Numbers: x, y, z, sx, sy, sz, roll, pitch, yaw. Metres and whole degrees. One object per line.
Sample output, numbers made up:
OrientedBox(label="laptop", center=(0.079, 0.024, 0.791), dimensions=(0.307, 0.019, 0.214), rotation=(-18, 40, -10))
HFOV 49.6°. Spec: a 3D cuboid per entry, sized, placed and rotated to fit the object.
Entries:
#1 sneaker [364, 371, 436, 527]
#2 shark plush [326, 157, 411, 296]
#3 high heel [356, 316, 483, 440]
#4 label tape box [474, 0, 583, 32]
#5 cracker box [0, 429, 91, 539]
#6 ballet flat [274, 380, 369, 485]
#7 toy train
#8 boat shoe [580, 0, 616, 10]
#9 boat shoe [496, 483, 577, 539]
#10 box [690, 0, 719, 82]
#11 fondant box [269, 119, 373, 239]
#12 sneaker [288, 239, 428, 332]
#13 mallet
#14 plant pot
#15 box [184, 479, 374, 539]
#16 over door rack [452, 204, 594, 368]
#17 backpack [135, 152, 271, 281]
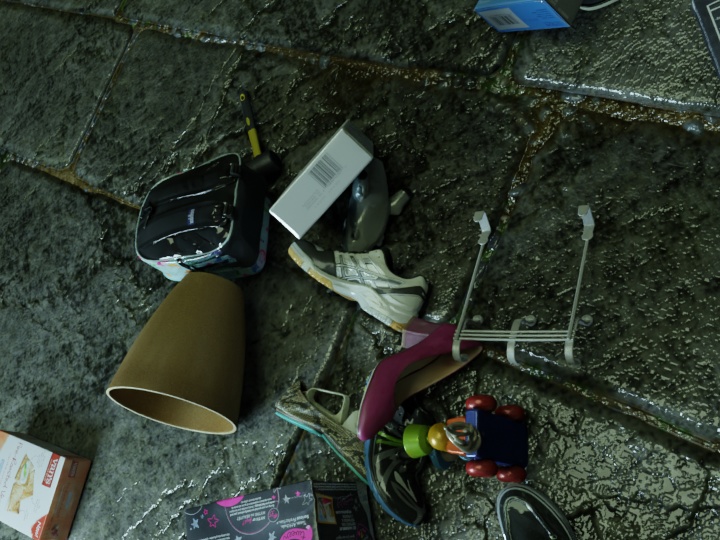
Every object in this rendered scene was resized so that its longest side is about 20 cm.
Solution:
OrientedBox(label="sneaker", center=(0.052, 0.206, 0.947), dimensions=(0.083, 0.071, 0.200), rotation=(-22, 59, 32))
OrientedBox(label="shark plush", center=(0.003, -0.060, 1.107), dimensions=(0.083, 0.091, 0.201), rotation=(26, 109, 56))
OrientedBox(label="high heel", center=(0.070, 0.130, 0.913), dimensions=(0.096, 0.068, 0.200), rotation=(17, 48, 19))
OrientedBox(label="label tape box", center=(0.253, -0.420, 1.024), dimensions=(0.144, 0.063, 0.201), rotation=(24, 86, 58))
OrientedBox(label="cracker box", center=(-0.549, 0.356, 1.298), dimensions=(0.199, 0.058, 0.134), rotation=(7, 77, 34))
OrientedBox(label="ballet flat", center=(-0.032, 0.199, 1.013), dimensions=(0.200, 0.068, 0.075), rotation=(28, 79, 41))
OrientedBox(label="toy train", center=(0.095, 0.182, 0.850), dimensions=(0.115, 0.200, 0.085), rotation=(-12, 67, 35))
OrientedBox(label="boat shoe", center=(0.353, -0.414, 0.986), dimensions=(0.201, 0.063, 0.074), rotation=(-35, 60, 20))
OrientedBox(label="boat shoe", center=(0.195, 0.315, 0.813), dimensions=(0.073, 0.068, 0.200), rotation=(-33, 57, 19))
OrientedBox(label="box", center=(0.474, -0.214, 0.791), dimensions=(0.199, 0.123, 0.199), rotation=(-20, 61, 28))
OrientedBox(label="fondant box", center=(-0.049, -0.131, 1.072), dimensions=(0.058, 0.200, 0.144), rotation=(42, 101, -8))
OrientedBox(label="sneaker", center=(0.000, 0.000, 1.043), dimensions=(0.200, 0.076, 0.088), rotation=(30, 89, 13))
OrientedBox(label="mallet", center=(-0.185, -0.219, 1.287), dimensions=(0.066, 0.041, 0.200), rotation=(-35, 53, 14))
OrientedBox(label="plant pot", center=(-0.241, 0.110, 1.124), dimensions=(0.186, 0.186, 0.201), rotation=(-3, 61, 33))
OrientedBox(label="box", center=(-0.097, 0.335, 0.960), dimensions=(0.199, 0.132, 0.115), rotation=(-20, 66, 27))
OrientedBox(label="over door rack", center=(0.199, 0.023, 0.926), dimensions=(0.147, 0.067, 0.201), rotation=(-2, 58, 29))
OrientedBox(label="backpack", center=(-0.240, -0.070, 1.192), dimensions=(0.199, 0.151, 0.178), rotation=(-10, 60, 21))
